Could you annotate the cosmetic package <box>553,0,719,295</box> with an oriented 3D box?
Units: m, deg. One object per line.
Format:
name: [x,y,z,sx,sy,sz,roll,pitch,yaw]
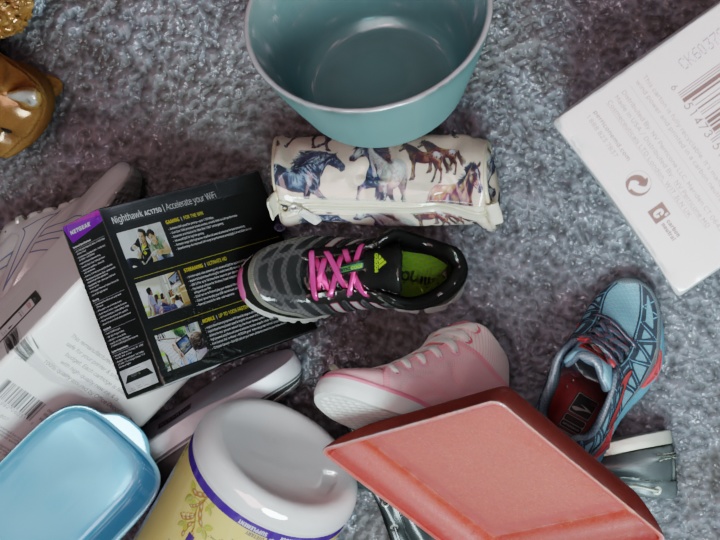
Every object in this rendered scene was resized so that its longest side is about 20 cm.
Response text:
cosmetic package: [0.266,-0.096,1.387,0.165,0.200,0.165,-35,86,9]

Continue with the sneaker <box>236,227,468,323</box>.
sneaker: [0.000,0.000,1.463,0.200,0.087,0.074,1,77,-15]

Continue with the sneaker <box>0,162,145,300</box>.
sneaker: [-0.271,-0.024,1.552,0.200,0.075,0.087,-46,70,4]

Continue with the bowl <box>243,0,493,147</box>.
bowl: [0.012,-0.180,1.456,0.200,0.105,0.201,-4,58,6]

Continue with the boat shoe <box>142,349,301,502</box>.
boat shoe: [-0.129,0.137,1.539,0.200,0.069,0.057,-32,105,11]

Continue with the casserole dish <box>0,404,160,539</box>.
casserole dish: [-0.258,0.194,1.480,0.200,0.039,0.121,-46,109,1]

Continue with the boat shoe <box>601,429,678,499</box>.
boat shoe: [0.167,0.183,1.481,0.200,0.073,0.062,-15,86,5]

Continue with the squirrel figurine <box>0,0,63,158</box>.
squirrel figurine: [-0.344,-0.194,1.527,0.186,0.142,0.200,21,98,2]

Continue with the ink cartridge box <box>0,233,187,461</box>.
ink cartridge box: [-0.246,0.080,1.510,0.200,0.084,0.146,-45,125,7]

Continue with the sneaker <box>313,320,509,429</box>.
sneaker: [0.047,0.084,1.455,0.075,0.200,0.105,-15,64,49]

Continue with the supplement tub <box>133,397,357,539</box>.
supplement tub: [-0.105,0.221,1.472,0.145,0.145,0.200,34,118,7]

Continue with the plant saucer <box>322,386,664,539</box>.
plant saucer: [0.105,0.161,1.384,0.200,0.037,0.200,40,141,-26]

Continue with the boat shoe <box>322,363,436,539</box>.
boat shoe: [0.010,0.176,1.507,0.066,0.075,0.200,-32,96,-2]

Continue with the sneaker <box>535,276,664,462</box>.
sneaker: [0.195,0.082,1.432,0.079,0.096,0.200,22,64,13]

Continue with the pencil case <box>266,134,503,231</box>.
pencil case: [0.022,-0.071,1.489,0.200,0.078,0.090,1,49,10]

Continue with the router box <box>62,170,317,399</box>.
router box: [-0.135,0.008,1.464,0.051,0.200,0.149,-22,88,38]
